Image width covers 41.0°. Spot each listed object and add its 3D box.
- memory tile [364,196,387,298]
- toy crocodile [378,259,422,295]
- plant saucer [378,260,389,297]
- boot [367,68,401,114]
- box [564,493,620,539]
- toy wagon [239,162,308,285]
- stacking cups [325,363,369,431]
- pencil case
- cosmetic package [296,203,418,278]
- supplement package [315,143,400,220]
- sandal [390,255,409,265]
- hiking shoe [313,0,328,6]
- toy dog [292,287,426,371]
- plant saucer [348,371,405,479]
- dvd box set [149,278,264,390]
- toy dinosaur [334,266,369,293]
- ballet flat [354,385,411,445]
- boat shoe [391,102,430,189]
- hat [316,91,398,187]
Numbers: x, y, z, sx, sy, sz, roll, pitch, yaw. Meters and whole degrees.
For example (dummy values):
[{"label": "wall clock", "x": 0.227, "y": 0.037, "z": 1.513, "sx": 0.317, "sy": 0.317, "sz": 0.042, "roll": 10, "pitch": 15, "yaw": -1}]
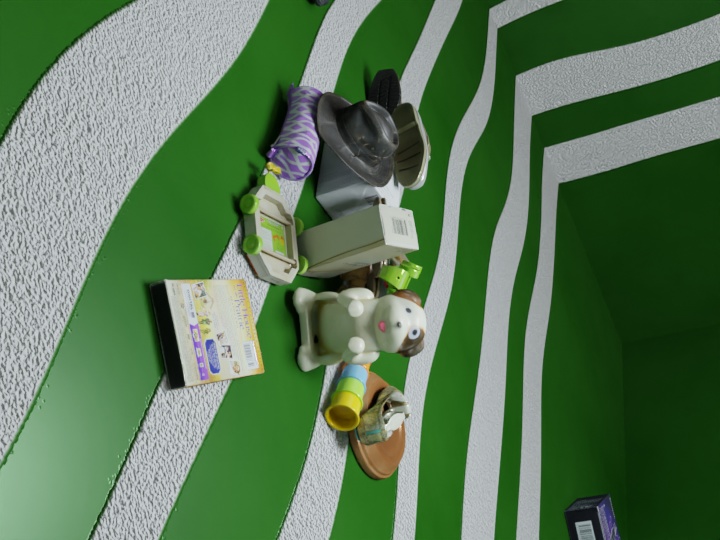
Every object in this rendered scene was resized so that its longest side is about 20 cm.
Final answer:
[{"label": "memory tile", "x": 0.023, "y": -0.021, "z": 1.764, "sx": 0.153, "sy": 0.017, "sz": 0.200, "roll": -104, "pitch": -155, "yaw": -53}, {"label": "toy crocodile", "x": 0.068, "y": 0.015, "z": 1.708, "sx": 0.200, "sy": 0.062, "sz": 0.068, "roll": -31, "pitch": 145, "yaw": -83}, {"label": "plant saucer", "x": 0.034, "y": 0.007, "z": 1.866, "sx": 0.201, "sy": 0.039, "sz": 0.202, "roll": -176, "pitch": -90, "yaw": -89}, {"label": "boot", "x": 0.076, "y": -0.346, "z": 2.198, "sx": 0.138, "sy": 0.077, "sz": 0.201, "roll": 11, "pitch": 80, "yaw": -69}, {"label": "box", "x": 0.694, "y": 0.762, "z": 2.878, "sx": 0.200, "sy": 0.104, "sz": 0.149, "roll": 0, "pitch": 76, "yaw": -65}, {"label": "toy wagon", "x": -0.146, "y": -0.078, "z": 1.580, "sx": 0.155, "sy": 0.039, "sz": 0.201, "roll": 27, "pitch": 52, "yaw": -60}, {"label": "stacking cups", "x": -0.013, "y": 0.198, "z": 1.702, "sx": 0.061, "sy": 0.060, "sz": 0.200, "roll": 64, "pitch": 23, "yaw": -24}, {"label": "pencil case", "x": -0.111, "y": -0.246, "z": 1.711, "sx": 0.085, "sy": 0.084, "sz": 0.200, "roll": 25, "pitch": 42, "yaw": -13}, {"label": "cosmetic package", "x": -0.013, "y": -0.047, "z": 1.639, "sx": 0.103, "sy": 0.200, "sz": 0.073, "roll": 6, "pitch": 70, "yaw": -52}, {"label": "supplement package", "x": 0.002, "y": -0.192, "z": 1.870, "sx": 0.121, "sy": 0.119, "sz": 0.200, "roll": 51, "pitch": 33, "yaw": -41}, {"label": "sandal", "x": 0.073, "y": -0.053, "z": 2.031, "sx": 0.200, "sy": 0.054, "sz": 0.081, "roll": 53, "pitch": 32, "yaw": -41}, {"label": "hiking shoe", "x": -0.057, "y": -0.631, "z": 2.015, "sx": 0.076, "sy": 0.100, "sz": 0.200, "roll": 53, "pitch": 32, "yaw": -40}, {"label": "toy dog", "x": 0.012, "y": 0.099, "z": 1.612, "sx": 0.194, "sy": 0.199, "sz": 0.140, "roll": 23, "pitch": 64, "yaw": -60}, {"label": "plant saucer", "x": 0.034, "y": 0.282, "z": 1.775, "sx": 0.200, "sy": 0.037, "sz": 0.201, "roll": 45, "pitch": 38, "yaw": -50}, {"label": "dvd box set", "x": -0.211, "y": 0.085, "z": 1.350, "sx": 0.200, "sy": 0.029, "sz": 0.147, "roll": -1, "pitch": 78, "yaw": -65}, {"label": "toy dinosaur", "x": 0.000, "y": 0.000, "z": 1.742, "sx": 0.060, "sy": 0.106, "sz": 0.201, "roll": 17, "pitch": 98, "yaw": -28}, {"label": "ballet flat", "x": 0.054, "y": 0.254, "z": 1.707, "sx": 0.200, "sy": 0.070, "sz": 0.071, "roll": -32, "pitch": 106, "yaw": -65}, {"label": "boat shoe", "x": 0.108, "y": -0.236, "z": 1.890, "sx": 0.068, "sy": 0.075, "sz": 0.201, "roll": 39, "pitch": 41, "yaw": -46}, {"label": "hat", "x": 0.014, "y": -0.252, "z": 1.731, "sx": 0.200, "sy": 0.081, "sz": 0.201, "roll": 32, "pitch": 43, "yaw": -34}]
